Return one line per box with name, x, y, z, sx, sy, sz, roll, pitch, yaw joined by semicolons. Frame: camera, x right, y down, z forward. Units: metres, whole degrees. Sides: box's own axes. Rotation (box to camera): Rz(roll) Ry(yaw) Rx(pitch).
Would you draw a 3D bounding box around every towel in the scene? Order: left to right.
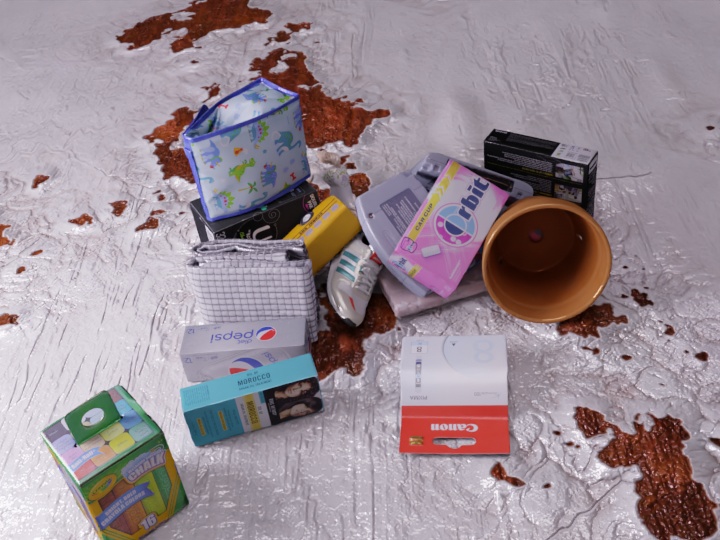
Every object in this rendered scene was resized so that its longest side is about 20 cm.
towel;-0.165;0.030;1.407;0.199;0.166;0.086;-2;36;7
towel;0.121;-0.006;1.506;0.199;0.032;0.191;-17;39;-12

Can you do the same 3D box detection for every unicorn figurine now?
unicorn figurine;-0.030;-0.129;1.616;0.074;0.200;0.137;-42;23;-28

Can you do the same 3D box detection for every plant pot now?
plant pot;0.292;-0.033;1.403;0.199;0.201;0.140;-4;22;5

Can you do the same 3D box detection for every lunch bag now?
lunch bag;-0.195;-0.196;1.442;0.127;0.170;0.200;28;53;35

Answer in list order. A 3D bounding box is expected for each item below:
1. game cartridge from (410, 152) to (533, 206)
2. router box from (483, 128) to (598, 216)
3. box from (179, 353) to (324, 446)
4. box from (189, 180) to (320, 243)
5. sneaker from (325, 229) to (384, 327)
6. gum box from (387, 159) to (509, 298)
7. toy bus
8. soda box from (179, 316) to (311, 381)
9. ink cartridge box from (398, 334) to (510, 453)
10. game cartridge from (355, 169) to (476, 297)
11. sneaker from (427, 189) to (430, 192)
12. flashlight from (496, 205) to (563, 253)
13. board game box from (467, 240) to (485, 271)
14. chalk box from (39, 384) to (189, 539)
game cartridge;0.190;-0.152;1.532;0.199;0.042;0.133;17;-5;-9
router box;0.321;-0.164;1.569;0.199;0.150;0.051;19;47;28
box;-0.158;0.191;1.277;0.199;0.083;0.049;-15;41;-8
box;-0.177;-0.074;1.544;0.199;0.149;0.124;-24;41;-19
sneaker;0.000;0.000;1.452;0.093;0.070;0.200;-30;37;28
gum box;0.144;-0.072;1.399;0.113;0.066;0.200;32;72;0
toy bus;-0.093;-0.035;1.481;0.200;0.065;0.078;-44;31;-1
soda box;-0.180;0.125;1.373;0.199;0.064;0.068;-5;38;3
ink cartridge box;0.137;0.177;1.271;0.159;0.047;0.200;-1;38;8
game cartridge;0.084;-0.060;1.445;0.133;0.041;0.200;-30;78;-25
sneaker;0.101;-0.120;1.607;0.200;0.078;0.070;-30;77;-31
flashlight;0.258;-0.087;1.499;0.199;0.068;0.068;21;44;-2
board game box;0.164;-0.072;1.524;0.158;0.039;0.200;28;50;35
chalk box;-0.326;0.247;1.143;0.124;0.201;0.124;-32;45;-26
